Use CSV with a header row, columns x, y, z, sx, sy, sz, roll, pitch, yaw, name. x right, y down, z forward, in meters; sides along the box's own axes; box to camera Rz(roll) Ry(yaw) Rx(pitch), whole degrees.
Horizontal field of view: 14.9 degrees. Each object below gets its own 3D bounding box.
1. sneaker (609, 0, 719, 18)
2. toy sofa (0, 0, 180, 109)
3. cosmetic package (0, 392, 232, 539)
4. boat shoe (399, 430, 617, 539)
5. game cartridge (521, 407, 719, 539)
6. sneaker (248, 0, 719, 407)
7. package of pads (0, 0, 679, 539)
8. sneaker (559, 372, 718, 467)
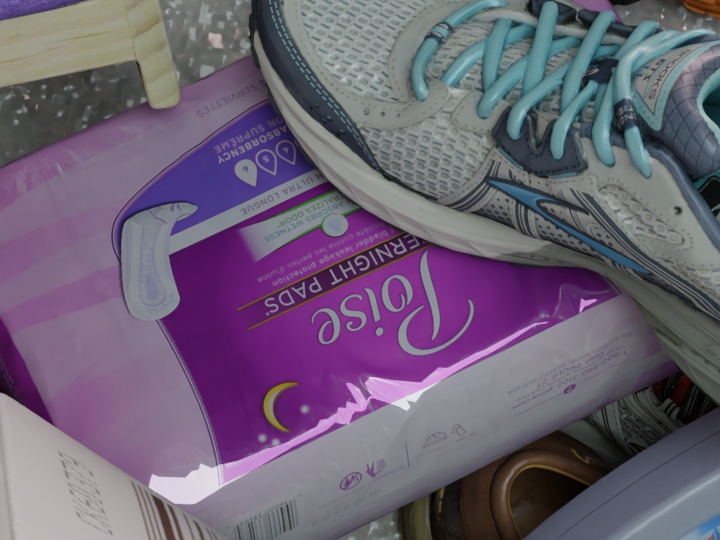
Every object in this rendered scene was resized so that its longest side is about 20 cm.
x,y,z,sx,sy,sz,roll,pitch,yaw,name
0.070,-0.125,0.816,0.199,0.076,0.093,0,74,-19,sneaker
-0.150,-0.079,0.711,0.199,0.083,0.098,-12,115,-5,toy sofa
-0.063,0.169,0.581,0.164,0.165,0.201,33,98,-17,cosmetic package
0.097,0.118,0.794,0.200,0.068,0.072,41,77,-7,boat shoe
0.114,0.102,0.740,0.199,0.040,0.134,-31,107,1,game cartridge
0.065,-0.037,0.662,0.199,0.086,0.078,29,66,10,sneaker
0.000,0.000,0.731,0.199,0.076,0.121,-25,65,-13,package of pads
0.116,0.038,0.798,0.200,0.082,0.078,37,78,-4,sneaker
